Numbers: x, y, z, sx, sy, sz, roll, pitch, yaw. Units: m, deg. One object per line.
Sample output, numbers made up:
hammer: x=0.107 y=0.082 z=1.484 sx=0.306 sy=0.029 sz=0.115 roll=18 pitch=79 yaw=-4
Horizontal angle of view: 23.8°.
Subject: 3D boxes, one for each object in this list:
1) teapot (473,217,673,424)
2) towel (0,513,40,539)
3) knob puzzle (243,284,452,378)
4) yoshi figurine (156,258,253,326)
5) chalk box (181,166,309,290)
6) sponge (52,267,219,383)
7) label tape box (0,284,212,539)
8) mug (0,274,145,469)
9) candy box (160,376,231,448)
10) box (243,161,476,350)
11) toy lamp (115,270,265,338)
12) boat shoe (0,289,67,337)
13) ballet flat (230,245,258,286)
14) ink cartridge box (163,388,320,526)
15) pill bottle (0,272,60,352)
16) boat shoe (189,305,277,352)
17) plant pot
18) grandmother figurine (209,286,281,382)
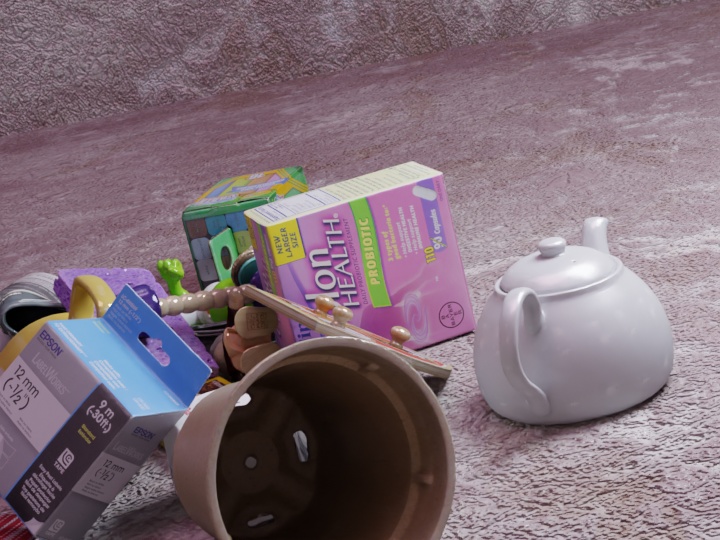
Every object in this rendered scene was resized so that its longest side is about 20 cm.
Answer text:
teapot: x=0.184 y=0.043 z=1.549 sx=0.197 sy=0.147 sz=0.200 roll=-18 pitch=17 yaw=-14
towel: x=-0.384 y=0.252 z=1.518 sx=0.199 sy=0.023 sz=0.145 roll=-3 pitch=16 yaw=26
knob puzzle: x=0.008 y=0.058 z=1.644 sx=0.219 sy=0.031 sz=0.220 roll=22 pitch=0 yaw=0
yoshi figurine: x=-0.196 y=0.049 z=1.945 sx=0.199 sy=0.113 sz=0.112 roll=-13 pitch=31 yaw=-8
chalk box: x=-0.140 y=-0.041 z=2.162 sx=0.123 sy=0.125 sz=0.200 roll=-9 pitch=17 yaw=17
sponge: x=-0.241 y=0.060 z=1.817 sx=0.111 sy=0.030 sz=0.200 roll=-1 pitch=31 yaw=-33
label tape box: x=-0.244 y=0.119 z=1.493 sx=0.143 sy=0.200 sz=0.066 roll=41 pitch=5 yaw=34
mug: x=-0.270 y=0.120 z=1.617 sx=0.149 sy=0.187 sz=0.153 roll=-28 pitch=27 yaw=-12
candy box: x=-0.145 y=0.150 z=1.672 sx=0.102 sy=0.027 sz=0.200 roll=-22 pitch=17 yaw=-21
box: x=0.000 y=0.000 z=1.795 sx=0.199 sy=0.177 sz=0.097 roll=-17 pitch=15 yaw=-14
toy lamp: x=-0.177 y=0.036 z=1.797 sx=0.199 sy=0.059 sz=0.058 roll=-7 pitch=10 yaw=-34
boat shoe: x=-0.303 y=0.075 z=1.866 sx=0.199 sy=0.073 sz=0.062 roll=20 pitch=3 yaw=-7
ballet flat: x=-0.089 y=-0.001 z=1.941 sx=0.071 sy=0.065 sz=0.200 roll=-47 pitch=-34 yaw=16
ink cartridge box: x=-0.063 y=0.146 z=1.507 sx=0.199 sy=0.083 sz=0.146 roll=-18 pitch=16 yaw=-18
pill bottle: x=-0.405 y=0.085 z=1.954 sx=0.113 sy=0.114 sz=0.200 roll=-6 pitch=16 yaw=23
boat shoe: x=-0.108 y=0.064 z=1.885 sx=0.199 sy=0.057 sz=0.069 roll=-19 pitch=16 yaw=-18
plant pot: x=-0.055 y=0.154 z=1.325 sx=0.200 sy=0.201 sz=0.183 roll=-20 pitch=5 yaw=-24
grandmother figurine: x=-0.121 y=0.078 z=1.747 sx=0.060 sy=0.122 sz=0.200 roll=1 pitch=-11 yaw=-13
